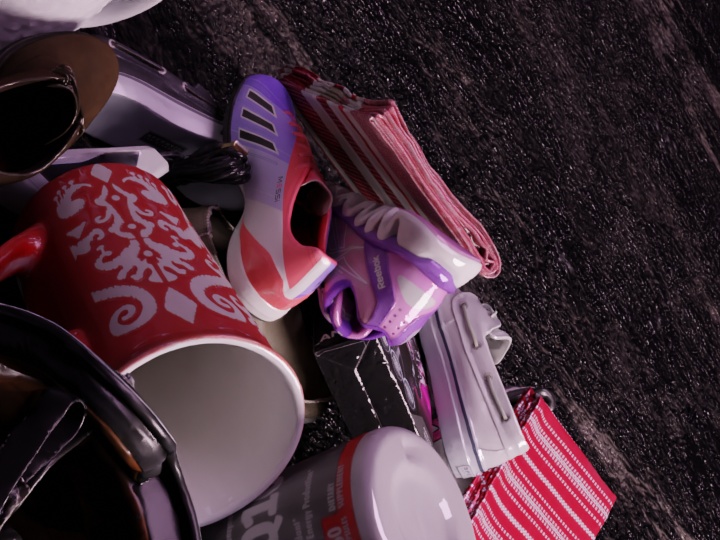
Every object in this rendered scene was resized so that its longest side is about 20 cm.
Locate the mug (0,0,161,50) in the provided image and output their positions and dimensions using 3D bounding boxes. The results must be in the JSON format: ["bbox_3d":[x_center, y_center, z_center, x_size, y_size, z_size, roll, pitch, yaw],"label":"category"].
[{"bbox_3d":[-0.195,-0.203,1.261,0.200,0.175,0.149,24,47,-52],"label":"mug"}]

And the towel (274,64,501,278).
[{"bbox_3d":[0.015,-0.072,1.403,0.144,0.023,0.200,54,-10,-24],"label":"towel"}]

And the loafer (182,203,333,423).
[{"bbox_3d":[-0.073,0.030,1.398,0.200,0.069,0.075,46,32,-32],"label":"loafer"}]

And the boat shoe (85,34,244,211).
[{"bbox_3d":[-0.128,-0.105,1.427,0.199,0.070,0.067,25,47,-41],"label":"boat shoe"}]

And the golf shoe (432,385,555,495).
[{"bbox_3d":[0.088,0.136,1.577,0.073,0.092,0.200,61,28,-9],"label":"golf shoe"}]

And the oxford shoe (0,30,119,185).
[{"bbox_3d":[-0.181,-0.088,1.163,0.200,0.084,0.073,-49,124,-55],"label":"oxford shoe"}]

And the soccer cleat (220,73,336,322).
[{"bbox_3d":[-0.049,-0.060,1.367,0.068,0.073,0.201,35,38,-37],"label":"soccer cleat"}]

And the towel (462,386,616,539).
[{"bbox_3d":[0.119,0.208,1.541,0.145,0.022,0.201,52,57,-33],"label":"towel"}]

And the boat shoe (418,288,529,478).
[{"bbox_3d":[0.081,0.057,1.537,0.074,0.066,0.201,59,17,-67],"label":"boat shoe"}]

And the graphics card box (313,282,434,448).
[{"bbox_3d":[0.008,0.050,1.481,0.200,0.051,0.126,-90,159,-62],"label":"graphics card box"}]

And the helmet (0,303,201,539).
[{"bbox_3d":[-0.177,0.124,0.992,0.191,0.198,0.201,84,-1,-57],"label":"helmet"}]

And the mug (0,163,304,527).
[{"bbox_3d":[-0.136,0.022,1.163,0.178,0.133,0.200,49,6,-41],"label":"mug"}]

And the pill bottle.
[{"bbox_3d":[-0.042,0.175,1.182,0.114,0.199,0.114,41,35,-38],"label":"pill bottle"}]

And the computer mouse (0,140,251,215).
[{"bbox_3d":[-0.164,-0.055,1.302,0.199,0.109,0.044,-8,94,-50],"label":"computer mouse"}]

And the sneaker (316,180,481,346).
[{"bbox_3d":[0.000,0.000,1.366,0.080,0.089,0.200,32,-3,-24],"label":"sneaker"}]
